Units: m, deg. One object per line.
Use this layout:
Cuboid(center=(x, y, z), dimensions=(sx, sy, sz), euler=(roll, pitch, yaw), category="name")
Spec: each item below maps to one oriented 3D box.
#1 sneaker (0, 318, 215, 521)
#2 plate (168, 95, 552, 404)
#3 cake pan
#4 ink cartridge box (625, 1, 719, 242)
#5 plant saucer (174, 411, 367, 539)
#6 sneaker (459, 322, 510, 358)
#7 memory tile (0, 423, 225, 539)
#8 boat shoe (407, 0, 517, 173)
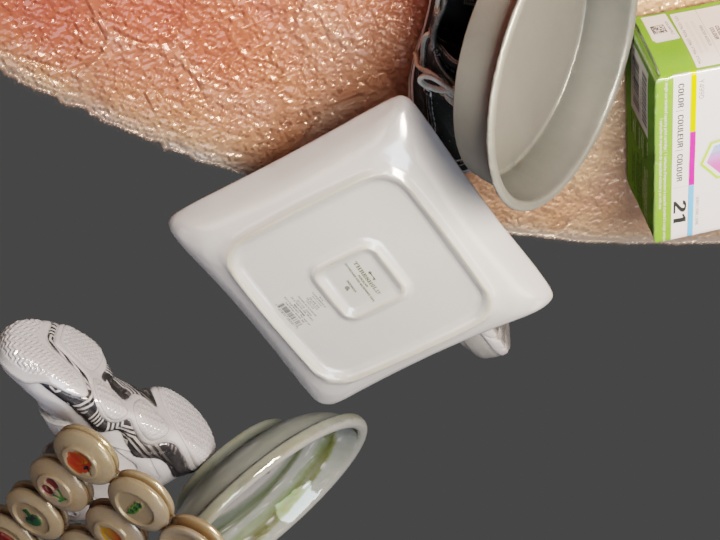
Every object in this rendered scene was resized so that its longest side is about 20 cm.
Cuboid(center=(-0.209, 0.118, 1.428), dimensions=(0.115, 0.075, 0.200), euler=(-41, 130, 18), category="sneaker")
Cuboid(center=(0.000, 0.000, 1.335), dimensions=(0.200, 0.032, 0.200), euler=(-26, 122, 22), category="plate")
Cuboid(center=(0.117, -0.138, 1.243), dimensions=(0.037, 0.200, 0.201), euler=(21, 138, 26), category="cake pan")
Cuboid(center=(0.290, -0.115, 1.358), dimensions=(0.199, 0.076, 0.148), euler=(-11, 132, -4), category="ink cartridge box")
Cuboid(center=(-0.084, 0.165, 1.483), dimensions=(0.200, 0.050, 0.200), euler=(-37, 163, -14), category="plant saucer")
Cuboid(center=(0.030, 0.002, 1.405), dimensions=(0.082, 0.075, 0.200), euler=(-35, 120, 27), category="sneaker")
Cuboid(center=(-0.188, 0.197, 1.416), dimensions=(0.153, 0.017, 0.200), euler=(40, 138, -4), category="memory tile")
Cuboid(center=(0.071, -0.136, 1.276), dimensions=(0.073, 0.068, 0.200), euler=(11, 129, -2), category="boat shoe")
